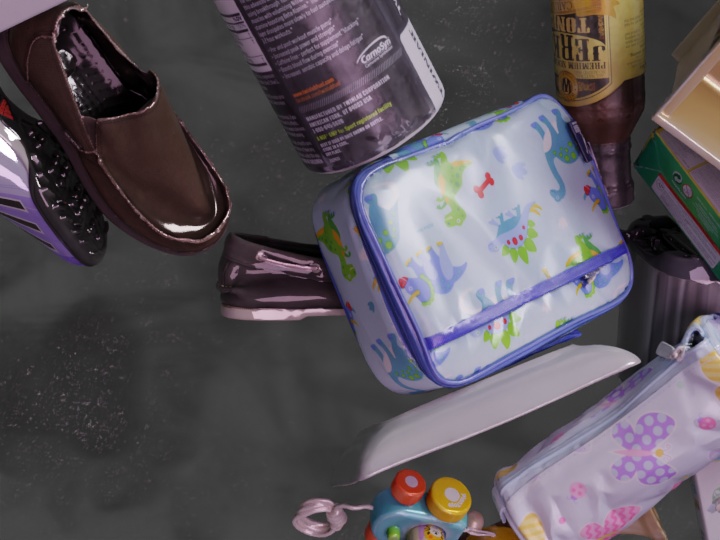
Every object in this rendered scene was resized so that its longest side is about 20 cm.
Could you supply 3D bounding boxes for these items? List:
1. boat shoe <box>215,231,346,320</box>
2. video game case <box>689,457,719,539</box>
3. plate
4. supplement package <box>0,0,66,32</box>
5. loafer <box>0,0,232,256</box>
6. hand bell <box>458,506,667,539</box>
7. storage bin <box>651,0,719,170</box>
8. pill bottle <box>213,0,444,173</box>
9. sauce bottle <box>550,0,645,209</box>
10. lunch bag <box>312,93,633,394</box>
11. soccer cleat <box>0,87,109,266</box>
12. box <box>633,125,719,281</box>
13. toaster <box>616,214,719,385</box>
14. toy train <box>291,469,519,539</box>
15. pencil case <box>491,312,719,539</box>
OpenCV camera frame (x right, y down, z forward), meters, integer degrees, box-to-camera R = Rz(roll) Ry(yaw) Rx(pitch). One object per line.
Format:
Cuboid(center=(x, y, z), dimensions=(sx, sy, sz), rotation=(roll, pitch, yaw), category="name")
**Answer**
Cuboid(center=(0.000, 0.000, 1.152), dimensions=(0.198, 0.067, 0.058), rotation=(-3, 101, -19), category="boat shoe")
Cuboid(center=(0.337, 0.202, 1.339), dimensions=(0.142, 0.018, 0.202), rotation=(-18, 111, -9), category="video game case")
Cuboid(center=(0.074, 0.095, 1.150), dimensions=(0.198, 0.200, 0.033), rotation=(-21, 83, -9), category="plate")
Cuboid(center=(-0.186, -0.238, 0.957), dimensions=(0.198, 0.111, 0.157), rotation=(-19, 114, 24), category="supplement package")
Cuboid(center=(-0.149, -0.087, 1.069), dimensions=(0.200, 0.071, 0.073), rotation=(48, 64, -23), category="loafer")
Cuboid(center=(0.114, 0.191, 1.249), dimensions=(0.198, 0.104, 0.105), rotation=(-26, 113, 7), category="hand bell")
Cuboid(center=(0.321, -0.122, 1.040), dimensions=(0.199, 0.094, 0.199), rotation=(36, 124, -7), category="storage bin")
Cuboid(center=(-0.034, -0.171, 1.067), dimensions=(0.106, 0.106, 0.201), rotation=(-31, 112, -4), category="pill bottle")
Cuboid(center=(0.163, -0.142, 1.156), dimensions=(0.064, 0.065, 0.202), rotation=(-10, 108, -12), category="sauce bottle")
Cuboid(center=(0.079, -0.014, 1.117), dimensions=(0.199, 0.082, 0.162), rotation=(-22, 91, -32), category="lunch bag")
Cuboid(center=(-0.238, -0.073, 1.072), dimensions=(0.073, 0.069, 0.200), rotation=(-27, 120, 21), category="soccer cleat")
Cuboid(center=(0.299, -0.076, 1.171), dimensions=(0.198, 0.049, 0.118), rotation=(-25, 69, -25), category="box")
Cuboid(center=(0.261, 0.035, 1.214), dimensions=(0.197, 0.114, 0.131), rotation=(-2, 110, -16), category="toaster")
Cuboid(center=(0.044, 0.220, 1.192), dimensions=(0.149, 0.056, 0.200), rotation=(-24, 133, 21), category="toy train")
Cuboid(center=(0.183, 0.116, 1.138), dimensions=(0.200, 0.084, 0.090), rotation=(-41, 144, 20), category="pencil case")
